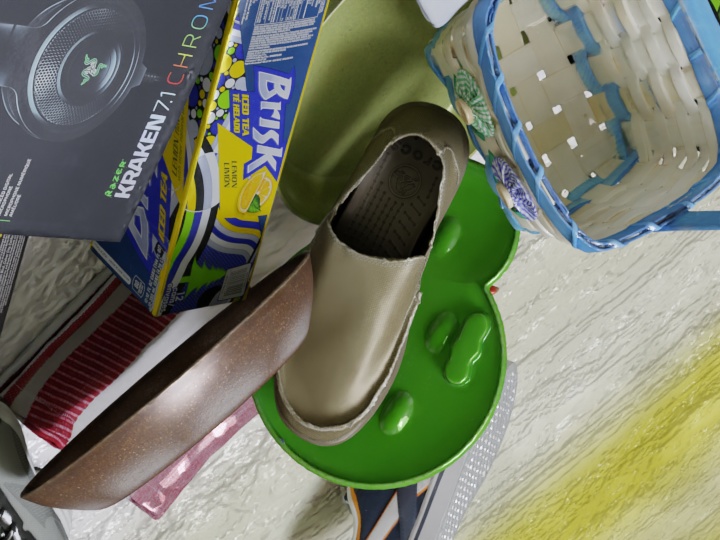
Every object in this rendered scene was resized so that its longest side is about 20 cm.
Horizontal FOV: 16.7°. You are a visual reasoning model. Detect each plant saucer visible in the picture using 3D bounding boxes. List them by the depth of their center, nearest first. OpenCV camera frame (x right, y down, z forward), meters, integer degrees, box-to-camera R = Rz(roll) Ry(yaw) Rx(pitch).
[{"bbox_3d":[-0.094,0.067,1.303,0.200,0.037,0.200,-39,-175,4],"label":"plant saucer"},{"bbox_3d":[0.021,-0.114,1.384,0.199,0.031,0.201,-30,144,-25],"label":"plant saucer"}]

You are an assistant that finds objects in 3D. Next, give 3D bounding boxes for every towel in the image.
[{"bbox_3d":[-0.116,0.060,1.425,0.144,0.023,0.200,-46,147,-2],"label":"towel"}]

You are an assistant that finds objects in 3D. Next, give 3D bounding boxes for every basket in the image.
[{"bbox_3d":[0.136,-0.094,1.295,0.139,0.177,0.200,-33,-170,-30],"label":"basket"}]

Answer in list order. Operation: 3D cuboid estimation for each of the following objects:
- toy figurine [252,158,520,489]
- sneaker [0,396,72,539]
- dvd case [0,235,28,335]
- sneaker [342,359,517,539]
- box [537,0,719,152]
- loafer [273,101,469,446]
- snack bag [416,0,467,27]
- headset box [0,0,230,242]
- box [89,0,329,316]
[{"bbox_3d":[0.030,0.037,1.479,0.201,0.149,0.184,-62,171,-3],"label":"toy figurine"},{"bbox_3d":[-0.202,0.132,1.342,0.074,0.080,0.200,-26,145,3],"label":"sneaker"},{"bbox_3d":[-0.247,0.012,1.182,0.199,0.022,0.147,9,99,-53],"label":"dvd case"},{"bbox_3d":[0.037,0.139,1.646,0.201,0.079,0.079,-63,159,-20],"label":"sneaker"},{"bbox_3d":[0.205,-0.191,1.379,0.124,0.148,0.201,-39,152,-47],"label":"box"},{"bbox_3d":[0.000,0.000,1.354,0.067,0.076,0.201,4,104,-81],"label":"loafer"},{"bbox_3d":[0.079,-0.221,1.197,0.188,0.021,0.200,-42,150,-9],"label":"snack bag"},{"bbox_3d":[-0.170,-0.113,1.099,0.199,0.093,0.175,5,117,-50],"label":"headset box"},{"bbox_3d":[-0.078,-0.079,1.262,0.064,0.070,0.201,-10,130,-39],"label":"box"}]
